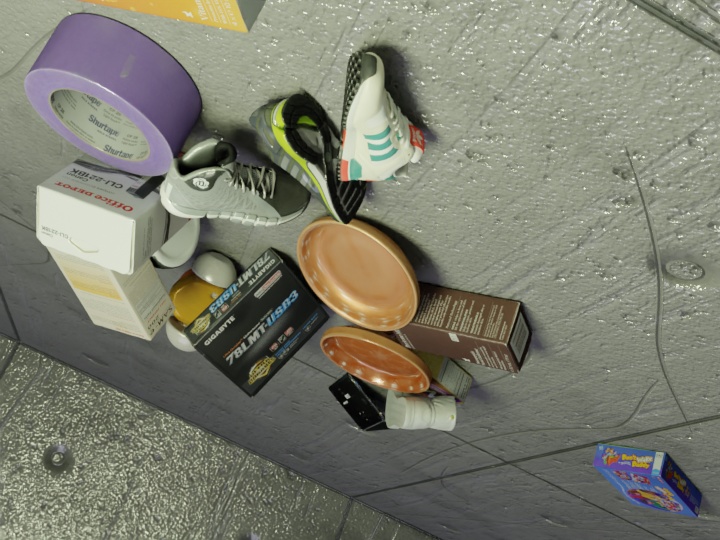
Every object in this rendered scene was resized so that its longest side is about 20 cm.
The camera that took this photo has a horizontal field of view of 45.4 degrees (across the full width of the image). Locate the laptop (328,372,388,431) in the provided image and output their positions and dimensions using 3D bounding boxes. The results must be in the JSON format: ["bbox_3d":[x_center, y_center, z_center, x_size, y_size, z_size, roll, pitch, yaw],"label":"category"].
[{"bbox_3d":[0.044,0.292,1.910,0.201,0.103,0.177,50,156,3],"label":"laptop"}]

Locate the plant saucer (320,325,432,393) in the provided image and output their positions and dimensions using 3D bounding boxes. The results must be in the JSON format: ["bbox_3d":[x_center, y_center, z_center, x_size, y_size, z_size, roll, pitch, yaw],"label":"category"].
[{"bbox_3d":[0.028,0.145,1.439,0.196,0.033,0.201,20,157,9],"label":"plant saucer"}]

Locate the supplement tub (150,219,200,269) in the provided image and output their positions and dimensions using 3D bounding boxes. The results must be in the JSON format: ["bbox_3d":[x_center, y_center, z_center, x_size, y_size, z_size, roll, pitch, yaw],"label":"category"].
[{"bbox_3d":[-0.359,-0.073,1.354,0.196,0.124,0.123,8,153,32],"label":"supplement tub"}]

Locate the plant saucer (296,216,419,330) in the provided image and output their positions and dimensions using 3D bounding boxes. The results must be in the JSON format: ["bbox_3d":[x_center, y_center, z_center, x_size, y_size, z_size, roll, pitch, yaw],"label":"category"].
[{"bbox_3d":[0.000,0.000,1.223,0.197,0.038,0.203,23,141,20],"label":"plant saucer"}]

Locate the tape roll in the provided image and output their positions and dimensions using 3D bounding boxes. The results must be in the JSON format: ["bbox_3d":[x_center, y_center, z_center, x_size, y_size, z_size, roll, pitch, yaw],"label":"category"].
[{"bbox_3d":[-0.300,-0.210,1.053,0.196,0.086,0.201,20,158,8],"label":"tape roll"}]

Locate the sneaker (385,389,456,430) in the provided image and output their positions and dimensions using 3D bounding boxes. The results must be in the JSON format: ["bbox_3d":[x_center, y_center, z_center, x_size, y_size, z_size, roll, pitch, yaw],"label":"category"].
[{"bbox_3d":[0.111,0.251,1.531,0.113,0.076,0.200,6,179,-10],"label":"sneaker"}]

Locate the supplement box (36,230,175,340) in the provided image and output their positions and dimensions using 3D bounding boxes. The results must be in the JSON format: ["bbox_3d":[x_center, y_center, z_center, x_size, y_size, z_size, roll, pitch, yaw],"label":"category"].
[{"bbox_3d":[-0.374,0.001,1.280,0.124,0.074,0.202,13,140,28],"label":"supplement box"}]

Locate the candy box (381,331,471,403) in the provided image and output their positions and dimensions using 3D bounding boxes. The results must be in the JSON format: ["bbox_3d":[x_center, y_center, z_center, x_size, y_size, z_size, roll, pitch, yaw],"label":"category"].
[{"bbox_3d":[0.095,0.165,1.526,0.115,0.057,0.200,-2,145,45],"label":"candy box"}]

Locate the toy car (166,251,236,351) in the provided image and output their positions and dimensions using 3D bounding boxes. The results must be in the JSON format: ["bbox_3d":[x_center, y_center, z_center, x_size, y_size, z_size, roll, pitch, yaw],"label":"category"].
[{"bbox_3d":[-0.242,0.066,1.536,0.197,0.177,0.150,26,-168,-10],"label":"toy car"}]

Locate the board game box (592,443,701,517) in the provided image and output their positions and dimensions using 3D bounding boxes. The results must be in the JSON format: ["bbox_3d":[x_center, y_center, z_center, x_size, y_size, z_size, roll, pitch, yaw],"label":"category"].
[{"bbox_3d":[0.539,0.393,1.612,0.133,0.045,0.200,0,148,43],"label":"board game box"}]

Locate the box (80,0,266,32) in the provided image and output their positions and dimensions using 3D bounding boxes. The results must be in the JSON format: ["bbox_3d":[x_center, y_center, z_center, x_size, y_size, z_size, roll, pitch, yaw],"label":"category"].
[{"bbox_3d":[-0.177,-0.296,0.729,0.196,0.099,0.125,15,156,19],"label":"box"}]

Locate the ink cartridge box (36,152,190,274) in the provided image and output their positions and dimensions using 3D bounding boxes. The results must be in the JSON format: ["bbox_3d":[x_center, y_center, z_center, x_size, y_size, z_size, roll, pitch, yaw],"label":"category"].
[{"bbox_3d":[-0.316,-0.096,1.151,0.141,0.201,0.085,19,124,9],"label":"ink cartridge box"}]

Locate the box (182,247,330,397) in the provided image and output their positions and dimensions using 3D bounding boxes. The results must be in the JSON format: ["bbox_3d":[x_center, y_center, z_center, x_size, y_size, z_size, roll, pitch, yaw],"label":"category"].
[{"bbox_3d":[-0.168,0.091,1.438,0.050,0.200,0.199,40,171,37],"label":"box"}]

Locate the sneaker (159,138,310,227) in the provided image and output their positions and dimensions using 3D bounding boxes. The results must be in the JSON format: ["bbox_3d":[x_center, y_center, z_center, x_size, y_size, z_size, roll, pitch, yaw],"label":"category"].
[{"bbox_3d":[-0.146,-0.113,1.071,0.196,0.076,0.116,-3,153,-20],"label":"sneaker"}]

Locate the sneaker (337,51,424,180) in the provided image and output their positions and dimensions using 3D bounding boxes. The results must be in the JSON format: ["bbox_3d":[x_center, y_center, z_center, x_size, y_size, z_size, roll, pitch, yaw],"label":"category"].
[{"bbox_3d":[0.026,-0.156,0.901,0.091,0.072,0.201,5,155,-3],"label":"sneaker"}]

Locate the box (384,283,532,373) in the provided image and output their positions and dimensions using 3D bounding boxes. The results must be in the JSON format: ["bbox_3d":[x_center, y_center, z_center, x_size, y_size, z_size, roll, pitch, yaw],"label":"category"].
[{"bbox_3d":[0.145,0.082,1.278,0.196,0.076,0.100,12,155,30],"label":"box"}]

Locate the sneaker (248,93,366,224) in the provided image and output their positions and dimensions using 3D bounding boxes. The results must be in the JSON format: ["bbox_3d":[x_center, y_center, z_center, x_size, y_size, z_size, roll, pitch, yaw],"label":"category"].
[{"bbox_3d":[-0.059,-0.133,1.026,0.080,0.074,0.201,15,152,41],"label":"sneaker"}]
